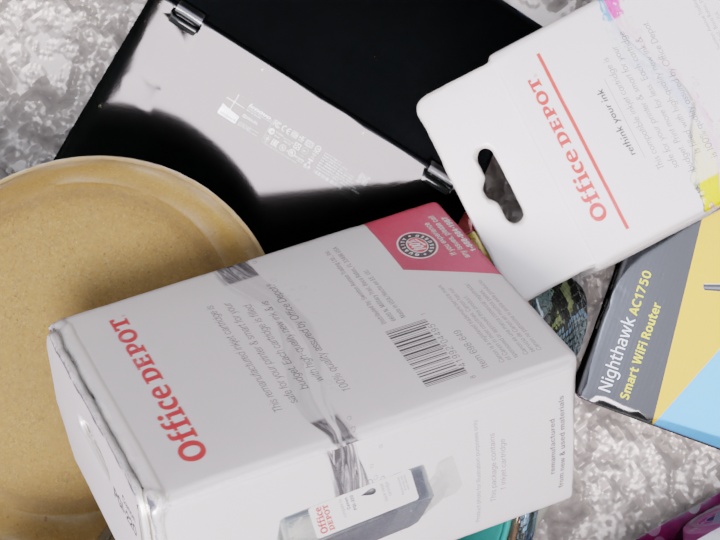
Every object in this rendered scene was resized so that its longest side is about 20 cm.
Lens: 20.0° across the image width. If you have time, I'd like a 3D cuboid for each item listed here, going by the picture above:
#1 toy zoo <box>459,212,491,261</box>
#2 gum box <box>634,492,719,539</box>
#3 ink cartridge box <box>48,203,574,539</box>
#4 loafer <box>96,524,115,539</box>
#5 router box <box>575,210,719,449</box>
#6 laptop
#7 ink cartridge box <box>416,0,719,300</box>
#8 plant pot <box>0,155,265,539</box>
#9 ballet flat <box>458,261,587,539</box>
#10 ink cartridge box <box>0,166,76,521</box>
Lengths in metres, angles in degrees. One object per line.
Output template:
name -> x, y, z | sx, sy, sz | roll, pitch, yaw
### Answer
toy zoo -> 0.000, 0.000, 1.075 | 0.130, 0.020, 0.201 | -26, 88, 0
gum box -> 0.151, 0.194, 0.998 | 0.199, 0.066, 0.114 | -23, 92, -27
ink cartridge box -> -0.023, 0.063, 0.917 | 0.199, 0.146, 0.085 | -16, 126, -18
loafer -> -0.040, 0.122, 0.983 | 0.199, 0.067, 0.076 | -29, 115, -10
router box -> 0.210, -0.005, 1.054 | 0.148, 0.051, 0.202 | 19, 90, 2
laptop -> -0.032, -0.079, 1.047 | 0.186, 0.116, 0.201 | 32, 106, -6
ink cartridge box -> 0.136, -0.075, 0.998 | 0.199, 0.068, 0.117 | -27, 86, -1
plant pot -> -0.133, 0.041, 0.974 | 0.198, 0.027, 0.202 | -6, 107, -21
ballet flat -> 0.077, 0.091, 1.043 | 0.074, 0.074, 0.202 | 13, 107, 2
ink cartridge box -> -0.209, 0.026, 1.047 | 0.146, 0.085, 0.200 | -45, 86, -2
